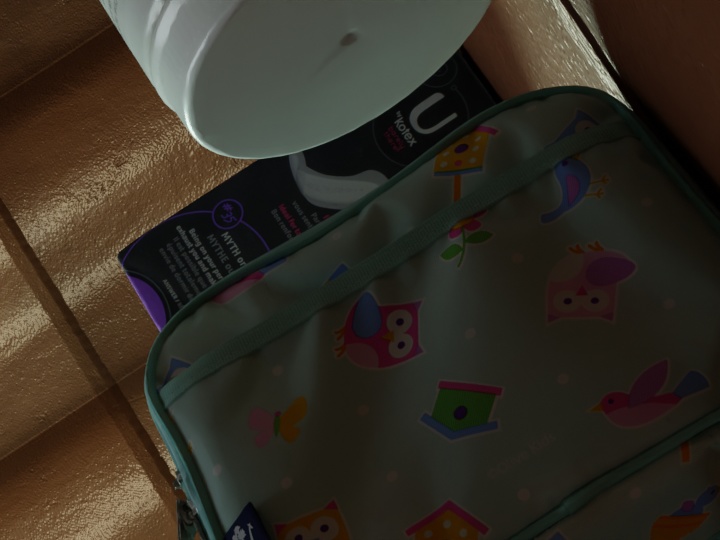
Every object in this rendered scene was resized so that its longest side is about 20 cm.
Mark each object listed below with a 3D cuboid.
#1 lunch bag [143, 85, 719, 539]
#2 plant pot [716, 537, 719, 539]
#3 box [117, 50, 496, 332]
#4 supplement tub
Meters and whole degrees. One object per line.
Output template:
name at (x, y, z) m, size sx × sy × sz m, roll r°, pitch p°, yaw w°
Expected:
lunch bag at (0.031, 0.039, 0.632) m, size 0.161 × 0.199 × 0.077 m, roll 59°, pitch 179°, yaw 36°
plant pot at (0.132, 0.171, 0.757) m, size 0.200 × 0.133 × 0.202 m, roll 178°, pitch 90°, yaw -88°
box at (0.000, 0.000, 0.989) m, size 0.123 × 0.200 × 0.106 m, roll 57°, pitch 179°, yaw 23°
supplement tub at (-0.052, -0.154, 0.689) m, size 0.200 × 0.132 × 0.132 m, roll 56°, pitch 179°, yaw 22°
